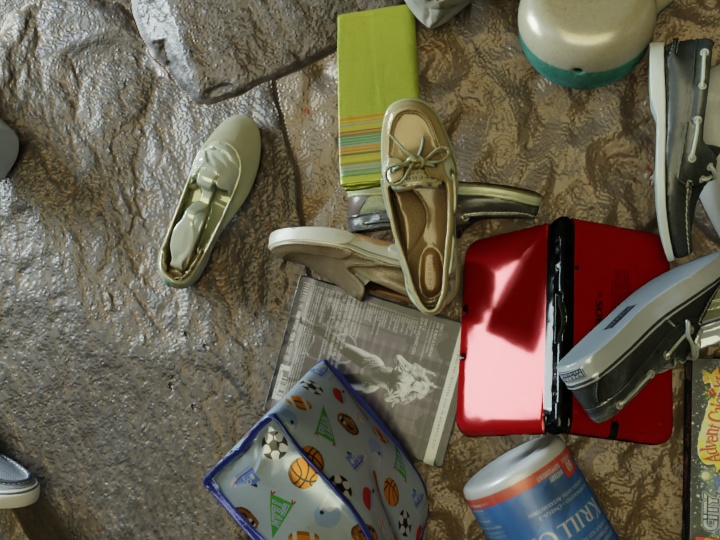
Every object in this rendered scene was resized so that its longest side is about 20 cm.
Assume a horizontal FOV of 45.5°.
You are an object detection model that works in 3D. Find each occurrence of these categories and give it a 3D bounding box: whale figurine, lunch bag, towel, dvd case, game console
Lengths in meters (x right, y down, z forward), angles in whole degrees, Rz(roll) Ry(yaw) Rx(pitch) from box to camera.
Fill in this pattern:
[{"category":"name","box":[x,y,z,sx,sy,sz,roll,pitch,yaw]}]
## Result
[{"category":"whale figurine","box":[0.225,-0.268,0.845,0.157,0.104,0.202,7,66,13]},{"category":"lunch bag","box":[-0.025,0.212,0.815,0.200,0.170,0.124,45,111,1]},{"category":"towel","box":[0.020,-0.178,0.875,0.085,0.018,0.202,-5,70,9]},{"category":"dvd case","box":[0.011,0.103,0.898,0.198,0.016,0.150,16,91,10]},{"category":"game console","box":[0.195,0.063,0.828,0.170,0.119,0.202,9,72,-12]}]

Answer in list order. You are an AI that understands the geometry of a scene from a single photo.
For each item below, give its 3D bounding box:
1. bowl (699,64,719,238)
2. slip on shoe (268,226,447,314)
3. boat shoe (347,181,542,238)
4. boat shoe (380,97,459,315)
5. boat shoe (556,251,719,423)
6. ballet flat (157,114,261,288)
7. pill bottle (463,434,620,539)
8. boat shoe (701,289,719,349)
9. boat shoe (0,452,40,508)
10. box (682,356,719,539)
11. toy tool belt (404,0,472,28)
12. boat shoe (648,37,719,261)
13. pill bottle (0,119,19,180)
[{"category":"bowl","box":[0.417,-0.123,0.809,0.198,0.075,0.202,-22,86,9]},{"category":"slip on shoe","box":[0.000,0.000,0.875,0.197,0.076,0.061,10,80,2]},{"category":"boat shoe","box":[0.081,-0.058,0.868,0.198,0.072,0.067,5,95,15]},{"category":"boat shoe","box":[0.060,-0.060,0.799,0.072,0.063,0.203,-10,96,8]},{"category":"boat shoe","box":[0.258,0.056,0.744,0.199,0.073,0.068,-35,93,-27]},{"category":"ballet flat","box":[-0.162,-0.073,0.907,0.069,0.069,0.202,23,92,9]},{"category":"pill bottle","box":[0.192,0.270,0.816,0.112,0.112,0.201,-31,84,7]},{"category":"boat shoe","box":[0.338,0.038,0.819,0.198,0.072,0.063,-21,78,10]},{"category":"boat shoe","box":[-0.438,0.189,0.940,0.198,0.075,0.094,14,98,10]},{"category":"box","box":[0.383,0.185,0.823,0.135,0.038,0.203,1,89,9]},{"category":"toy tool belt","box":[0.105,-0.342,0.826,0.200,0.123,0.125,-40,56,7]},{"category":"boat shoe","box":[0.297,-0.110,0.782,0.060,0.076,0.203,-3,97,19]},{"category":"pill bottle","box":[-0.479,-0.175,0.939,0.199,0.113,0.114,39,95,9]}]
